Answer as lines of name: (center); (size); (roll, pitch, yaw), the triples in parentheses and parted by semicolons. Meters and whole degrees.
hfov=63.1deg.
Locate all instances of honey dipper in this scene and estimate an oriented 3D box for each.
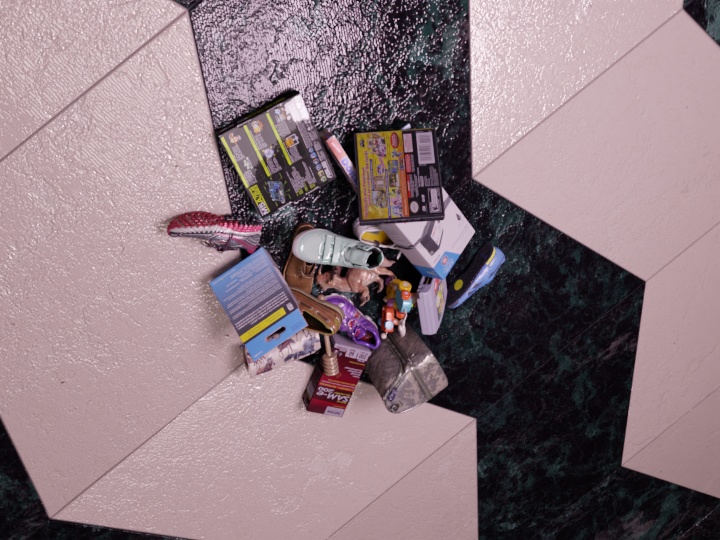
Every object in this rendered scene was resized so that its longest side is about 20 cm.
honey dipper: (-0.081, 0.152, 1.398); (0.037, 0.038, 0.205); (-11, 109, -15)

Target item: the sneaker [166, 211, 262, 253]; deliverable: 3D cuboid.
sneaker: (-0.306, -0.075, 1.238); (0.195, 0.081, 0.076); (3, 115, -22)

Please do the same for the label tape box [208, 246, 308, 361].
label tape box: (-0.218, 0.076, 1.286); (0.143, 0.063, 0.202); (-32, 80, -3)

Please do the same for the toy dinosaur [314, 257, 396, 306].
toy dinosaur: (0.000, 0.000, 1.394); (0.198, 0.086, 0.137); (-36, 87, -20)

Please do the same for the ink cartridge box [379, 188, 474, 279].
ink cartridge box: (0.146, -0.102, 1.312); (0.200, 0.083, 0.146); (45, 74, -31)

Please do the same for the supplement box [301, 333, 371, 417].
supplement box: (-0.063, 0.269, 1.501); (0.107, 0.061, 0.204); (16, 108, -25)

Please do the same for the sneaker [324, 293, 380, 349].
sneaker: (-0.022, 0.127, 1.437); (0.198, 0.084, 0.081); (32, 100, -27)

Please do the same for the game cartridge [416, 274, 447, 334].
game cartridge: (0.177, 0.057, 1.424); (0.040, 0.201, 0.136); (2, 122, 17)

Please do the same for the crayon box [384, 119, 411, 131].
crayon box: (0.093, -0.220, 1.338); (0.124, 0.052, 0.202); (-34, 121, -3)

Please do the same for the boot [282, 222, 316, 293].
boot: (-0.133, -0.001, 1.342); (0.072, 0.076, 0.205); (-1, 115, -22)

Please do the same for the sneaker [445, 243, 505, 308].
sneaker: (0.301, 0.028, 1.525); (0.078, 0.066, 0.201); (34, 99, -34)

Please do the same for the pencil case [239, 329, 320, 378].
pencil case: (-0.186, 0.180, 1.400); (0.196, 0.090, 0.079); (-21, 129, -13)

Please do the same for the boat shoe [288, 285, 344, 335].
boat shoe: (-0.136, 0.092, 1.332); (0.195, 0.068, 0.073); (13, 128, 15)

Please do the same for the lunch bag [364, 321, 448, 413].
lunch bag: (0.104, 0.250, 1.475); (0.166, 0.200, 0.140); (-36, 121, -2)

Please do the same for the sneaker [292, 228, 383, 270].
sneaker: (-0.042, -0.044, 1.258); (0.197, 0.117, 0.076); (4, 96, -37)

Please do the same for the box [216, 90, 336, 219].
box: (-0.172, -0.241, 1.232); (0.190, 0.048, 0.203); (-28, 121, -4)

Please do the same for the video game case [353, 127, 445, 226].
video game case: (0.079, -0.198, 1.230); (0.176, 0.026, 0.205); (-4, 74, -1)

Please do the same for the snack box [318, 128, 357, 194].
snack box: (-0.024, -0.216, 1.283); (0.024, 0.072, 0.201); (-35, 121, 0)

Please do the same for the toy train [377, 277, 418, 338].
toy train: (0.096, 0.096, 1.421); (0.054, 0.200, 0.155); (3, 89, -15)

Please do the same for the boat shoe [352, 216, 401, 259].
boat shoe: (0.081, -0.073, 1.375); (0.198, 0.087, 0.076); (12, 121, -24)
